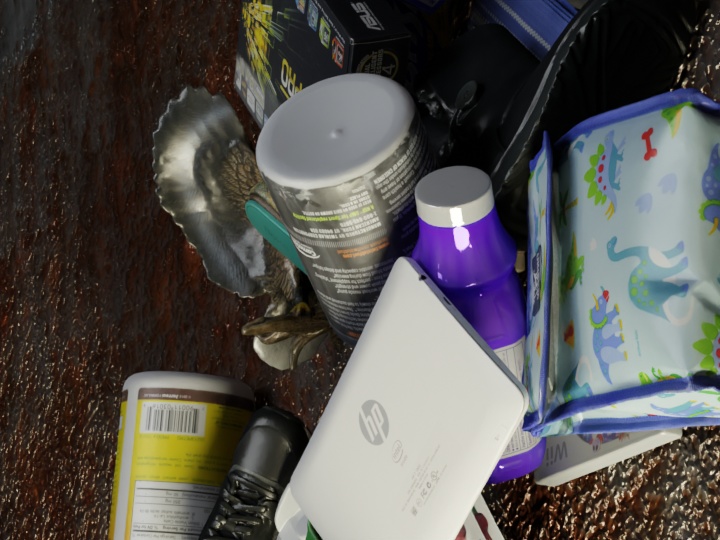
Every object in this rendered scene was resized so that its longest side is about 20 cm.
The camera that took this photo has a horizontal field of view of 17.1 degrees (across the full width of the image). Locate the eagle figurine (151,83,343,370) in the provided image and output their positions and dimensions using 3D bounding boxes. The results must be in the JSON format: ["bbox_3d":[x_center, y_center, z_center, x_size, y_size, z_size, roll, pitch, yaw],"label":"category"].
[{"bbox_3d":[-0.053,-0.039,1.784,0.150,0.152,0.201,-32,63,10],"label":"eagle figurine"}]

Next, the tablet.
[{"bbox_3d":[0.024,0.105,1.443,0.130,0.014,0.201,49,130,31],"label":"tablet"}]

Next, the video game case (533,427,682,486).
[{"bbox_3d":[0.150,0.022,1.494,0.143,0.018,0.201,-30,55,56],"label":"video game case"}]

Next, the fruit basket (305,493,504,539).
[{"bbox_3d":[0.049,0.182,1.514,0.186,0.093,0.200,59,145,9],"label":"fruit basket"}]

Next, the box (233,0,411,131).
[{"bbox_3d":[-0.029,-0.144,1.638,0.200,0.049,0.162,-122,29,-45],"label":"box"}]

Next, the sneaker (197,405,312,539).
[{"bbox_3d":[-0.086,0.203,1.798,0.075,0.087,0.201,20,109,21],"label":"sneaker"}]

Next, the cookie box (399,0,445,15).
[{"bbox_3d":[0.059,-0.306,1.634,0.200,0.075,0.172,-45,49,21],"label":"cookie box"}]

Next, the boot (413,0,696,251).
[{"bbox_3d":[0.111,-0.127,1.520,0.201,0.076,0.168,-58,31,14],"label":"boot"}]

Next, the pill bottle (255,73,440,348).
[{"bbox_3d":[0.013,-0.019,1.521,0.106,0.106,0.201,-117,3,-49],"label":"pill bottle"}]

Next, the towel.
[{"bbox_3d":[0.096,-0.104,1.644,0.145,0.024,0.201,52,129,54],"label":"towel"}]

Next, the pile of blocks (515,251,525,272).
[{"bbox_3d":[0.040,-0.037,1.645,0.200,0.062,0.083,27,108,61],"label":"pile of blocks"}]

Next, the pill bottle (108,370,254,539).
[{"bbox_3d":[-0.145,0.186,1.916,0.109,0.109,0.201,-13,69,61],"label":"pill bottle"}]

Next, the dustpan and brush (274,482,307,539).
[{"bbox_3d":[0.008,0.139,1.681,0.200,0.057,0.140,-49,35,6],"label":"dustpan and brush"}]

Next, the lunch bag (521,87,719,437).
[{"bbox_3d":[0.158,0.002,1.355,0.200,0.127,0.171,-15,69,57],"label":"lunch bag"}]

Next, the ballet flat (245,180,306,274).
[{"bbox_3d":[0.000,0.000,1.664,0.200,0.070,0.071,48,128,24],"label":"ballet flat"}]

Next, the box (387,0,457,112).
[{"bbox_3d":[0.027,-0.191,1.731,0.070,0.064,0.201,-9,67,62],"label":"box"}]

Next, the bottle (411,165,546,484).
[{"bbox_3d":[0.070,0.032,1.463,0.084,0.065,0.201,-118,14,-57],"label":"bottle"}]

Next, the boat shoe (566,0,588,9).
[{"bbox_3d":[0.170,-0.209,1.486,0.200,0.057,0.067,-13,67,61],"label":"boat shoe"}]
